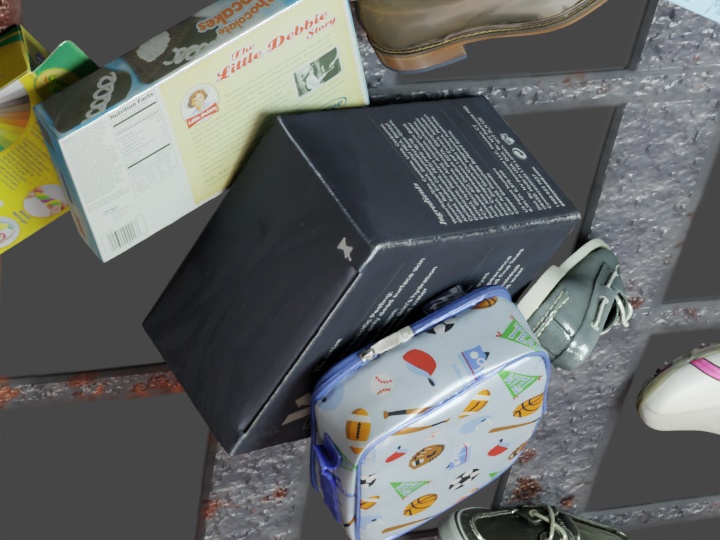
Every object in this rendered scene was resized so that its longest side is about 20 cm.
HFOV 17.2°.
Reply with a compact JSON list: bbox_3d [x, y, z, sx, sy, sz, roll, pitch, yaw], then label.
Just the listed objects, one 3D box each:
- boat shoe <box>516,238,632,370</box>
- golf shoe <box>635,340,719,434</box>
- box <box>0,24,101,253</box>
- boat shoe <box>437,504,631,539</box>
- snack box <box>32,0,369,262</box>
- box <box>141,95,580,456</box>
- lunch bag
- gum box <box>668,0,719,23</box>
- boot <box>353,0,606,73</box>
[{"bbox_3d":[0.150,0.028,1.633,0.073,0.062,0.200,-53,170,17],"label":"boat shoe"},{"bbox_3d":[0.312,0.101,1.836,0.198,0.093,0.073,-8,141,-12],"label":"golf shoe"},{"bbox_3d":[-0.230,-0.069,1.454,0.199,0.049,0.117,-29,140,14],"label":"box"},{"bbox_3d":[0.143,0.216,1.923,0.199,0.071,0.064,16,131,-46],"label":"boat shoe"},{"bbox_3d":[-0.092,-0.100,1.436,0.199,0.037,0.117,-31,143,-14],"label":"snack box"},{"bbox_3d":[0.000,0.000,1.526,0.199,0.118,0.197,-10,145,-46],"label":"box"},{"bbox_3d":[0.037,0.094,1.516,0.159,0.076,0.200,-27,155,-13],"label":"lunch bag"},{"bbox_3d":[0.201,-0.207,1.369,0.199,0.171,0.045,18,128,-36],"label":"gum box"},{"bbox_3d":[0.084,-0.191,1.418,0.199,0.075,0.097,-25,144,10],"label":"boot"}]
